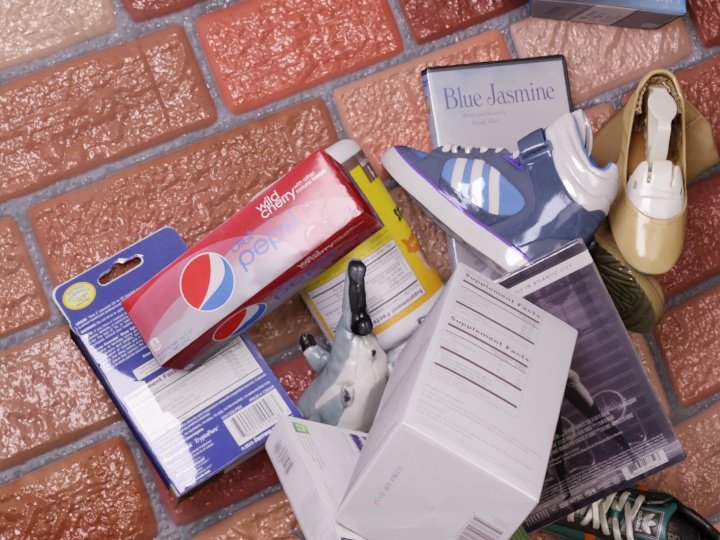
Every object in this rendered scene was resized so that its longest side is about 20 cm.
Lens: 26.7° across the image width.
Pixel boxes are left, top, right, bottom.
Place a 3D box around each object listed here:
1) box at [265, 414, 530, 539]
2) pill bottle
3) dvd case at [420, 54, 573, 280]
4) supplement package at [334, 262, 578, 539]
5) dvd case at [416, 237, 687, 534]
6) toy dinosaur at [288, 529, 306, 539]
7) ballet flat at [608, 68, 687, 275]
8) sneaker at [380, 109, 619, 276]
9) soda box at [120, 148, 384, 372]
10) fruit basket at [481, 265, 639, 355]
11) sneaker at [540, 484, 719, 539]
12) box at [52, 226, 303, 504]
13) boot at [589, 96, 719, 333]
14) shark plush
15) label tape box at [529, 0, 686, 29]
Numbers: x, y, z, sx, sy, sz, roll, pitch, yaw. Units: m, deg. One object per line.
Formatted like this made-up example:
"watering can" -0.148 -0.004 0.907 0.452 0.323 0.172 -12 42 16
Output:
"box" 0.036 0.183 1.154 0.199 0.145 0.037 15 115 -30
"pill bottle" 0.000 0.000 1.266 0.109 0.109 0.201 -33 96 -18
"dvd case" 0.136 -0.090 1.369 0.141 0.018 0.202 -8 88 -19
"supplement package" 0.075 0.109 1.105 0.109 0.114 0.201 30 37 -3
"dvd case" 0.154 0.095 1.221 0.148 0.016 0.201 -26 99 8
"toy dinosaur" -0.023 0.262 1.214 0.105 0.201 0.181 41 42 17
"ballet flat" 0.247 -0.090 1.290 0.068 0.063 0.201 7 53 -1
"sneaker" 0.126 -0.086 1.279 0.147 0.200 0.081 -48 145 0
"soda box" -0.083 -0.005 1.172 0.199 0.070 0.064 -37 74 7
"fruit basket" 0.166 0.079 1.297 0.185 0.093 0.201 -41 106 -45
"sneaker" 0.233 0.215 1.341 0.198 0.080 0.072 17 80 -16
"box" -0.150 0.072 1.228 0.121 0.032 0.201 -30 76 -19
"boot" 0.257 -0.062 1.346 0.199 0.066 0.175 -34 79 -30
"shark plush" -0.025 0.083 1.210 0.083 0.201 0.091 32 53 29
"label tape box" 0.197 -0.307 1.386 0.198 0.063 0.146 3 85 -19
